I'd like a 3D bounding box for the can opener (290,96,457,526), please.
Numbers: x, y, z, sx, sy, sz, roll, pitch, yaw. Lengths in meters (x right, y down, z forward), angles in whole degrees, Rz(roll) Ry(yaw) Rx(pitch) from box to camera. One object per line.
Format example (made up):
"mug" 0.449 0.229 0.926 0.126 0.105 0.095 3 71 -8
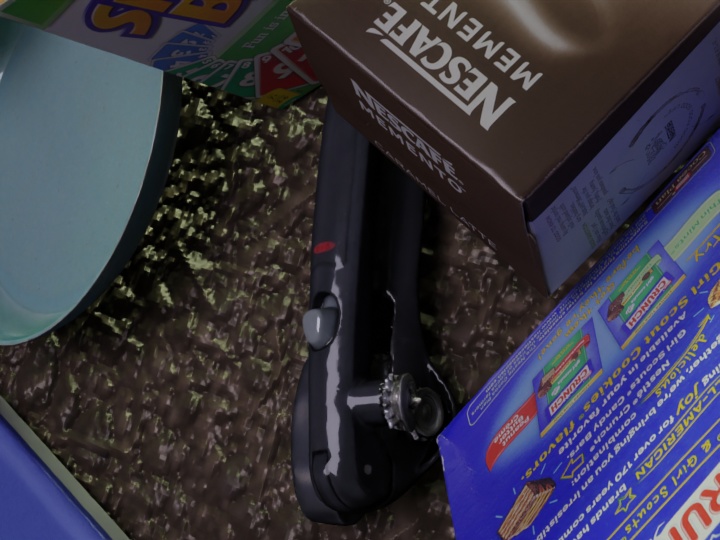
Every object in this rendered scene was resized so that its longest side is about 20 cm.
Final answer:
"can opener" 0.000 0.000 0.772 0.078 0.063 0.201 -5 77 36

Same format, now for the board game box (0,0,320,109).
"board game box" -0.057 -0.113 0.752 0.095 0.200 0.030 -30 65 27

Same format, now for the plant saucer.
"plant saucer" -0.138 -0.063 0.888 0.200 0.027 0.201 -17 66 46

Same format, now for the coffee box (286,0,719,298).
"coffee box" 0.089 -0.107 0.665 0.200 0.080 0.114 -45 66 -8

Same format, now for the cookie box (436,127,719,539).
"cookie box" 0.109 0.062 0.607 0.171 0.075 0.200 -49 17 17

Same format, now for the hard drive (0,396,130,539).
"hard drive" -0.170 0.146 0.888 0.200 0.025 0.132 41 105 35
